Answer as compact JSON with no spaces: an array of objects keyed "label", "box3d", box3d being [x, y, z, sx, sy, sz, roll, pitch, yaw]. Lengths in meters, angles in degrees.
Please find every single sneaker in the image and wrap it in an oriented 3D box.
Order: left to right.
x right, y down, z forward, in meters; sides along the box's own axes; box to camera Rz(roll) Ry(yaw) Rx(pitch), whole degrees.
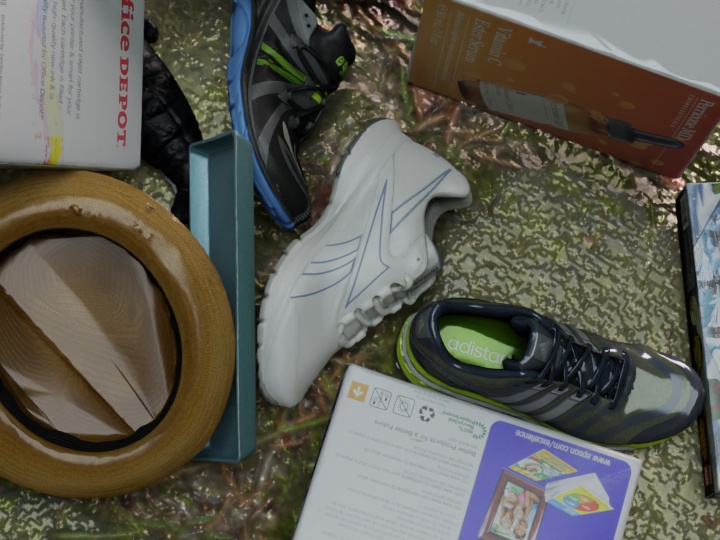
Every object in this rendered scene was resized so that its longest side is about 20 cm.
[{"label":"sneaker","box3d":[-0.044,-0.127,1.055,0.082,0.071,0.202,-2,72,4]},{"label":"sneaker","box3d":[0.000,0.000,1.017,0.086,0.075,0.201,26,77,15]},{"label":"sneaker","box3d":[0.119,0.063,1.006,0.197,0.081,0.075,11,77,2]}]

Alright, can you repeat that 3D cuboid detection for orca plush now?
[{"label":"orca plush","box3d":[-0.165,-0.117,1.048,0.104,0.071,0.201,-28,78,-9]}]

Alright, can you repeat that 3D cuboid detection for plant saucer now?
[{"label":"plant saucer","box3d":[-0.086,0.017,1.006,0.019,0.070,0.203,3,85,-30]}]

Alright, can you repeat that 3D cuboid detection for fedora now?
[{"label":"fedora","box3d":[-0.170,0.038,0.990,0.198,0.082,0.203,0,95,-3]}]

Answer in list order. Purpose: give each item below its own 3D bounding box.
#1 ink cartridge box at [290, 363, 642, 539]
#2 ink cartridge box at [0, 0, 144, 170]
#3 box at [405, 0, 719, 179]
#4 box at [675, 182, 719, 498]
[{"label":"ink cartridge box","box3d":[0.053,0.182,0.992,0.196,0.043,0.202,18,73,3]},{"label":"ink cartridge box","box3d":[-0.242,-0.135,0.952,0.143,0.199,0.147,4,92,33]},{"label":"box","box3d":[0.142,-0.160,1.029,0.198,0.152,0.107,20,74,4]},{"label":"box","box3d":[0.282,0.041,1.040,0.135,0.040,0.203,-2,75,-2]}]
